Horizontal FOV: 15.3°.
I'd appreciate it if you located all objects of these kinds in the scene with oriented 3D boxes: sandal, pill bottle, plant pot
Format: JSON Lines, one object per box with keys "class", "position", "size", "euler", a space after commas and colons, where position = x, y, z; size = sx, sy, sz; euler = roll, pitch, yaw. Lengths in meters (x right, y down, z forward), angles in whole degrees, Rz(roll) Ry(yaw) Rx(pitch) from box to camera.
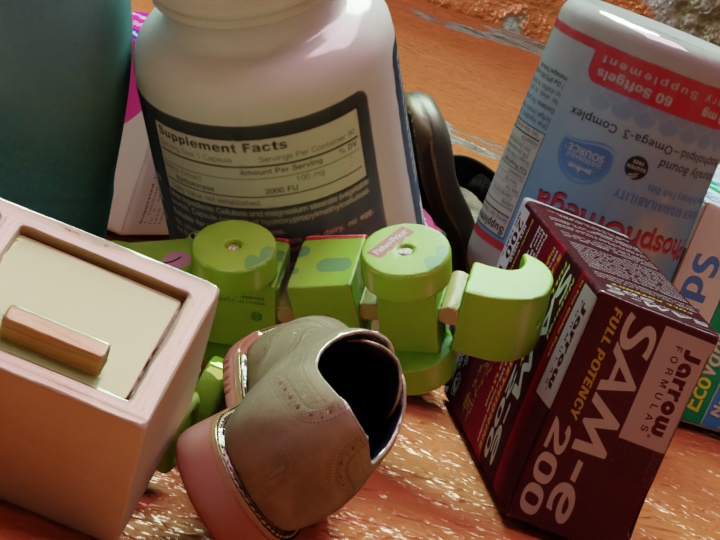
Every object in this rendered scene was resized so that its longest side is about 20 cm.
{"class": "sandal", "position": [0.060, -0.037, 1.485], "size": [0.200, 0.054, 0.082], "euler": [70, -6, -54]}
{"class": "pill bottle", "position": [0.122, -0.034, 1.410], "size": [0.108, 0.201, 0.109], "euler": [20, 10, -4]}
{"class": "pill bottle", "position": [-0.039, -0.073, 1.210], "size": [0.119, 0.201, 0.120], "euler": [-6, 35, 4]}
{"class": "plant pot", "position": [-0.188, -0.115, 1.194], "size": [0.199, 0.189, 0.200], "euler": [15, 13, -3]}

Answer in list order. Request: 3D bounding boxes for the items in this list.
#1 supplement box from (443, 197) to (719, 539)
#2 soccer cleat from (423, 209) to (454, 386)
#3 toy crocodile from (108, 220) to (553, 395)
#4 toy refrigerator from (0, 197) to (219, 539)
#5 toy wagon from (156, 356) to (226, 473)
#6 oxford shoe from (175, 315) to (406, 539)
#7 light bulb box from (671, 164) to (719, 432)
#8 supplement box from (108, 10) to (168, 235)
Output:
{"class": "supplement box", "position": [0.096, 0.044, 1.221], "size": [0.061, 0.109, 0.200], "euler": [20, 9, -11]}
{"class": "soccer cleat", "position": [0.000, 0.000, 1.358], "size": [0.086, 0.070, 0.200], "euler": [19, 11, -14]}
{"class": "toy crocodile", "position": [-0.017, 0.009, 1.163], "size": [0.199, 0.068, 0.062], "euler": [2, 37, 11]}
{"class": "toy refrigerator", "position": [-0.156, 0.010, 0.921], "size": [0.199, 0.070, 0.076], "euler": [23, 44, 4]}
{"class": "toy wagon", "position": [-0.126, 0.028, 1.056], "size": [0.155, 0.040, 0.200], "euler": [23, 10, 7]}
{"class": "oxford shoe", "position": [-0.010, 0.053, 1.005], "size": [0.071, 0.074, 0.200], "euler": [56, 14, -9]}
{"class": "light bulb box", "position": [0.214, 0.014, 1.561], "size": [0.199, 0.125, 0.198], "euler": [17, 11, -25]}
{"class": "supplement box", "position": [-0.106, -0.081, 1.478], "size": [0.101, 0.104, 0.200], "euler": [24, 12, 23]}
